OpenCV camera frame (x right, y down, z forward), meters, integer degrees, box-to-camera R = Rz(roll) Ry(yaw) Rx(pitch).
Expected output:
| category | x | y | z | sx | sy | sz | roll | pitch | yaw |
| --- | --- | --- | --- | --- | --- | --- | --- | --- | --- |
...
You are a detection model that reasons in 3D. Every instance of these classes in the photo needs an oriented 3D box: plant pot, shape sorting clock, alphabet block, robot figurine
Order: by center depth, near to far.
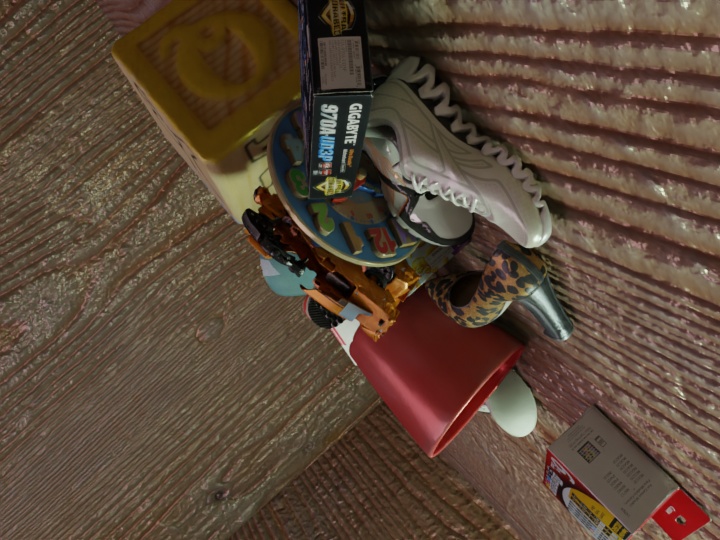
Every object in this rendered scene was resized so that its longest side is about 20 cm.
| category | x | y | z | sx | sy | sz | roll | pitch | yaw |
| --- | --- | --- | --- | --- | --- | --- | --- | --- | --- |
| shape sorting clock | -0.008 | -0.096 | 0.728 | 0.200 | 0.200 | 0.039 | 52 | 135 | -6 |
| robot figurine | -0.037 | -0.019 | 0.734 | 0.199 | 0.058 | 0.145 | 37 | -145 | 1 |
| alphabet block | -0.145 | -0.209 | 0.839 | 0.195 | 0.196 | 0.200 | 47 | 171 | 12 |
| plant pot | 0.094 | 0.118 | 0.928 | 0.177 | 0.200 | 0.201 | 41 | 169 | 19 |
| plant pot | -0.087 | -0.044 | 1.350 | 0.134 | 0.201 | 0.201 | 5 | 147 | 26 |

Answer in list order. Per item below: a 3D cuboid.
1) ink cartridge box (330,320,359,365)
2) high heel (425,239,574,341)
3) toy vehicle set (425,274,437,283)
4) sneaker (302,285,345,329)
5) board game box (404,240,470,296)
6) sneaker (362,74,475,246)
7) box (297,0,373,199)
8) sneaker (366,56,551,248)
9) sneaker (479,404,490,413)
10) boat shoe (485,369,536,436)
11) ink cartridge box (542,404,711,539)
| category | x | y | z | sx | sy | sz | roll | pitch | yaw |
| --- | --- | --- | --- | --- | --- | --- | --- | --- | --- |
| ink cartridge box | 0.003 | 0.031 | 1.147 | 0.146 | 0.084 | 0.201 | 60 | -160 | -47 |
| high heel | 0.121 | 0.002 | 0.733 | 0.199 | 0.072 | 0.143 | 15 | 153 | 48 |
| toy vehicle set | 0.086 | 0.007 | 1.107 | 0.124 | 0.026 | 0.200 | 39 | 165 | 53 |
| sneaker | 0.000 | 0.001 | 0.939 | 0.071 | 0.199 | 0.093 | 54 | 166 | -14 |
| board game box | 0.023 | -0.073 | 0.845 | 0.200 | 0.105 | 0.103 | 50 | 171 | 2 |
| sneaker | 0.048 | -0.107 | 0.687 | 0.200 | 0.074 | 0.080 | 51 | 169 | -7 |
| box | -0.027 | -0.169 | 0.579 | 0.200 | 0.046 | 0.160 | 107 | 159 | -74 |
| sneaker | 0.079 | -0.088 | 0.590 | 0.200 | 0.081 | 0.075 | 48 | 169 | 11 |
| sneaker | 0.178 | 0.193 | 1.233 | 0.199 | 0.080 | 0.115 | 42 | 166 | 36 |
| boat shoe | 0.203 | 0.163 | 1.061 | 0.201 | 0.070 | 0.072 | 56 | -179 | -9 |
| ink cartridge box | 0.325 | 0.288 | 0.871 | 0.176 | 0.084 | 0.200 | 45 | 169 | 30 |
